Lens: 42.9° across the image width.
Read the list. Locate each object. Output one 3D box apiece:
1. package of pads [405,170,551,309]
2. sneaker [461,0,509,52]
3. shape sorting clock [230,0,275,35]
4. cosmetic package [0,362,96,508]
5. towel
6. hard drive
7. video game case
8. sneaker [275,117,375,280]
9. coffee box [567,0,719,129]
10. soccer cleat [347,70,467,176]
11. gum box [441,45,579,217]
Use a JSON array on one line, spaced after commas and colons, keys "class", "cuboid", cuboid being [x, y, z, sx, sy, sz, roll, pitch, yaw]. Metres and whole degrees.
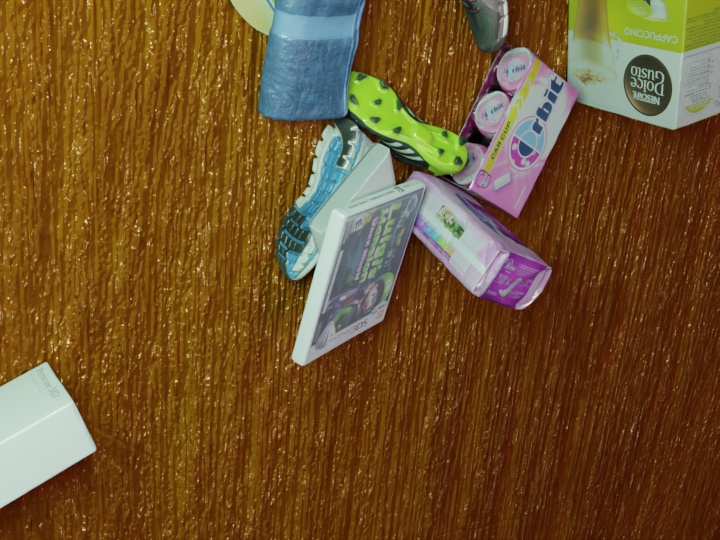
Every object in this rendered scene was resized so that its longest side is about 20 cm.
[{"class": "package of pads", "cuboid": [0.138, -0.039, 1.162, 0.119, 0.200, 0.076, 16, 113, -43]}, {"class": "sneaker", "cuboid": [0.108, -0.353, 1.097, 0.114, 0.075, 0.204, -20, 111, -22]}, {"class": "shape sorting clock", "cuboid": [-0.063, -0.349, 0.983, 0.197, 0.039, 0.203, -23, 134, -26]}, {"class": "cosmetic package", "cuboid": [-0.386, 0.190, 0.940, 0.198, 0.101, 0.072, -30, 125, -23]}, {"class": "towel", "cuboid": [-0.049, -0.260, 0.997, 0.110, 0.049, 0.203, -10, 128, -36]}, {"class": "hard drive", "cuboid": [0.002, -0.043, 1.115, 0.133, 0.026, 0.201, -52, 155, -20]}, {"class": "video game case", "cuboid": [0.000, 0.000, 1.099, 0.181, 0.023, 0.203, -26, 139, -53]}, {"class": "sneaker", "cuboid": [-0.031, -0.075, 1.111, 0.086, 0.075, 0.203, 22, 97, -48]}, {"class": "coffee box", "cuboid": [0.421, -0.329, 1.249, 0.197, 0.199, 0.201, -21, 122, -28]}, {"class": "soccer cleat", "cuboid": [0.042, -0.172, 1.125, 0.198, 0.081, 0.069, 30, 68, -21]}, {"class": "gum box", "cuboid": [0.204, -0.189, 1.235, 0.112, 0.066, 0.203, 23, 95, -42]}]
